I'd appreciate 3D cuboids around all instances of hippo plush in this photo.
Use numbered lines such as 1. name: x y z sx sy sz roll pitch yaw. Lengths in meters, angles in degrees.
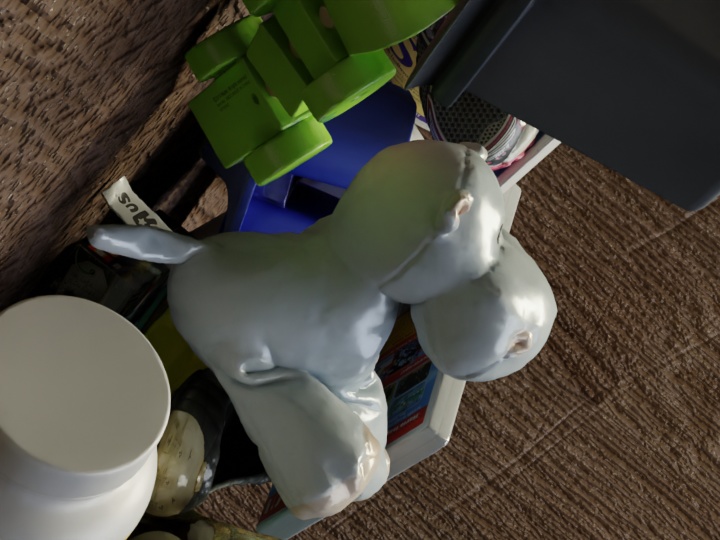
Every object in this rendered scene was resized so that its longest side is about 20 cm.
1. hippo plush: 0.000 0.000 0.968 0.161 0.200 0.159 -32 -166 9

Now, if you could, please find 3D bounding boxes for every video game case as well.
1. video game case: 0.017 0.046 1.121 0.143 0.017 0.200 -35 -156 39

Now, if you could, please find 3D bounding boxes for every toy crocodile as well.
1. toy crocodile: -0.022 -0.089 0.854 0.062 0.068 0.200 -31 177 -27

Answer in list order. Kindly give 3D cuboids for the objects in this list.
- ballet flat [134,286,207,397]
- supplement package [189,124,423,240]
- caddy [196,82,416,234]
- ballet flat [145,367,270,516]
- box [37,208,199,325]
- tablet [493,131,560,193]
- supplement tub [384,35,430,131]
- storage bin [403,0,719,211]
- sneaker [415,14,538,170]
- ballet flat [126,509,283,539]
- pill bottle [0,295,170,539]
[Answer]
1. ballet flat: -0.134 0.098 1.063 0.200 0.067 0.067 -51 -179 -17
2. supplement package: -0.036 0.004 1.331 0.200 0.120 0.121 -28 -171 24
3. caddy: -0.040 -0.053 1.130 0.200 0.105 0.141 -99 -150 -80
4. ballet flat: -0.063 0.083 1.002 0.066 0.057 0.200 -66 171 9
5. box: -0.154 0.038 1.100 0.137 0.040 0.200 -52 179 8
6. tablet: 0.069 -0.054 1.137 0.200 0.014 0.130 -43 -170 10
7. supplement tub: 0.087 -0.175 1.256 0.145 0.145 0.200 -51 179 -19
8. storage bin: 0.133 -0.133 0.842 0.200 0.134 0.146 -60 -175 -31
9. sneaker: 0.055 -0.150 1.057 0.075 0.081 0.200 -13 104 -65
10. ballet flat: -0.096 0.142 0.973 0.071 0.071 0.200 -51 -158 -23
11. pill bottle: -0.157 0.097 0.904 0.112 0.112 0.200 -51 179 -42
